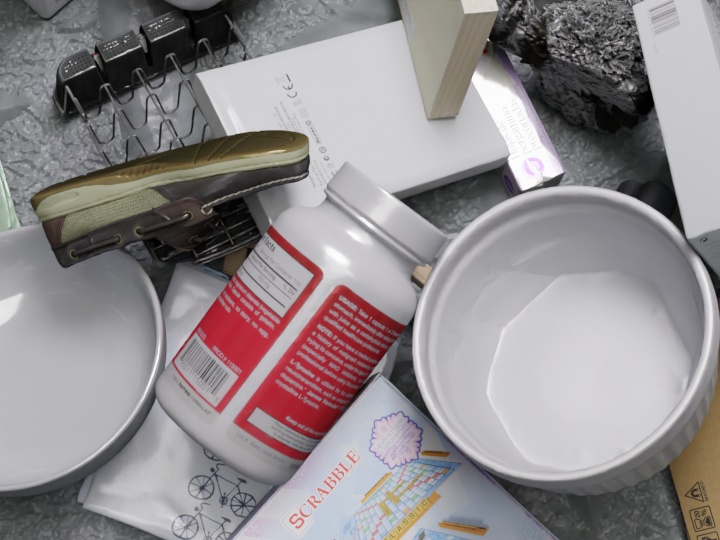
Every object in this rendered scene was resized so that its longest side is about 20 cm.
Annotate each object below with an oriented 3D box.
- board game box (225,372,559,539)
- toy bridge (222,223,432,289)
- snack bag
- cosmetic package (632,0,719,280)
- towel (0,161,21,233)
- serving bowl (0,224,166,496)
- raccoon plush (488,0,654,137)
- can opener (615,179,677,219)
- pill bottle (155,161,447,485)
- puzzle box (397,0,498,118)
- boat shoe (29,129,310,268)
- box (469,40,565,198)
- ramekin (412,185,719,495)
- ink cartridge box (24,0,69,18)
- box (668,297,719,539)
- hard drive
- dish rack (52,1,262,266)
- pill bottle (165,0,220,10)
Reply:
[{"bbox_3d":[0.017,0.210,0.968,0.199,0.041,0.200,43,77,-1],"label":"board game box"},{"bbox_3d":[0.000,0.000,1.021,0.199,0.067,0.027,17,45,3],"label":"toy bridge"},{"bbox_3d":[-0.081,0.109,1.014,0.188,0.021,0.201,21,76,3],"label":"snack bag"},{"bbox_3d":[0.252,-0.076,0.956,0.052,0.151,0.201,-21,53,23],"label":"cosmetic package"},{"bbox_3d":[-0.366,-0.056,1.042,0.199,0.023,0.153,-19,77,-7],"label":"towel"},{"bbox_3d":[-0.225,0.069,0.983,0.199,0.066,0.201,-5,62,10],"label":"serving bowl"},{"bbox_3d":[0.180,-0.199,1.040,0.200,0.097,0.134,41,71,-28],"label":"raccoon plush"},{"bbox_3d":[0.180,0.029,1.041,0.067,0.053,0.200,40,74,-26],"label":"can opener"},{"bbox_3d":[-0.036,0.032,0.926,0.112,0.112,0.200,38,94,7],"label":"pill bottle"},{"bbox_3d":[0.050,-0.228,1.002,0.025,0.133,0.201,-7,67,-12],"label":"puzzle box"},{"bbox_3d":[-0.123,-0.046,0.947,0.200,0.072,0.066,-11,106,14],"label":"boat shoe"},{"bbox_3d":[0.095,-0.149,1.078,0.039,0.041,0.201,-23,79,-7],"label":"box"},{"bbox_3d":[0.143,0.054,0.935,0.199,0.105,0.201,-9,66,20],"label":"ramekin"},{"bbox_3d":[-0.219,-0.295,1.019,0.084,0.200,0.145,44,77,8],"label":"ink cartridge box"},{"bbox_3d":[0.291,0.112,0.985,0.163,0.021,0.201,-21,74,29],"label":"box"},{"bbox_3d":[-0.005,-0.108,1.017,0.199,0.026,0.132,-19,72,-26],"label":"hard drive"},{"bbox_3d":[-0.126,-0.100,1.037,0.153,0.055,0.200,-27,74,-12],"label":"dish rack"},{"bbox_3d":[-0.083,-0.292,1.054,0.112,0.113,0.200,40,58,7],"label":"pill bottle"}]
